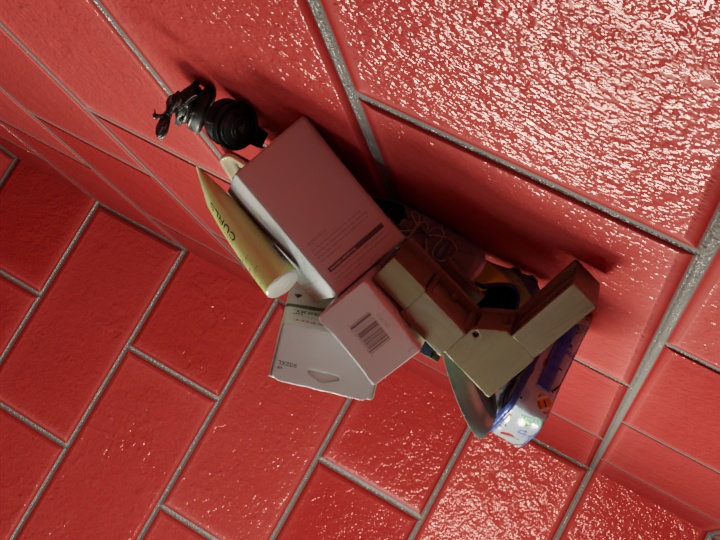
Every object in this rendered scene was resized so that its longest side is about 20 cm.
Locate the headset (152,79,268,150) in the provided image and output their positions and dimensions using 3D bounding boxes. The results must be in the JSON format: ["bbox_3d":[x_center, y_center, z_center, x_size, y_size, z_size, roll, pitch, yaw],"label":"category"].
[{"bbox_3d":[-0.205,-0.196,1.380,0.123,0.094,0.200,26,-178,20],"label":"headset"}]

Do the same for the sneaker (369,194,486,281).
[{"bbox_3d":[0.075,-0.042,1.391,0.199,0.075,0.082,26,171,25],"label":"sneaker"}]

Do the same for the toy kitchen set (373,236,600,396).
[{"bbox_3d":[0.159,0.002,1.260,0.200,0.180,0.163,45,-155,-2],"label":"toy kitchen set"}]

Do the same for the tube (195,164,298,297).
[{"bbox_3d":[-0.157,-0.050,1.350,0.052,0.058,0.200,-7,-129,-52],"label":"tube"}]

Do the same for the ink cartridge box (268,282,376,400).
[{"bbox_3d":[-0.043,0.095,1.452,0.144,0.084,0.200,13,-165,-4],"label":"ink cartridge box"}]

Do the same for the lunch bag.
[{"bbox_3d":[0.251,0.141,1.454,0.075,0.200,0.160,27,154,6],"label":"lunch bag"}]

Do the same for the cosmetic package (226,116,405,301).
[{"bbox_3d":[-0.068,-0.073,1.363,0.200,0.123,0.199,51,169,-4],"label":"cosmetic package"}]

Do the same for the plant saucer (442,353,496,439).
[{"bbox_3d":[0.145,0.124,1.380,0.027,0.201,0.200,-17,153,15],"label":"plant saucer"}]

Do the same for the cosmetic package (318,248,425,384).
[{"bbox_3d":[0.030,0.051,1.313,0.113,0.081,0.200,51,-163,-2],"label":"cosmetic package"}]

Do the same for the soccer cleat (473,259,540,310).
[{"bbox_3d":[0.147,0.013,1.409,0.199,0.084,0.065,20,124,25],"label":"soccer cleat"}]

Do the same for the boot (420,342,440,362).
[{"bbox_3d":[0.071,0.071,1.551,0.075,0.097,0.200,31,169,-35],"label":"boot"}]

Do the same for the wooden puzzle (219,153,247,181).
[{"bbox_3d":[-0.146,-0.117,1.779,0.199,0.046,0.185,28,171,9],"label":"wooden puzzle"}]
